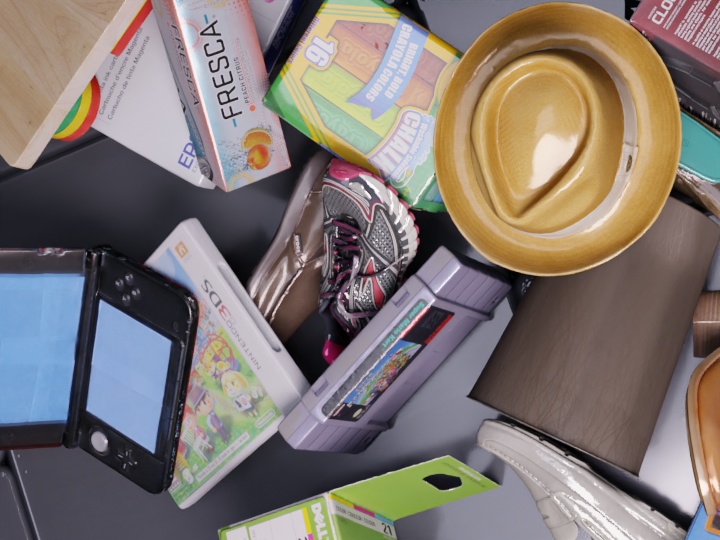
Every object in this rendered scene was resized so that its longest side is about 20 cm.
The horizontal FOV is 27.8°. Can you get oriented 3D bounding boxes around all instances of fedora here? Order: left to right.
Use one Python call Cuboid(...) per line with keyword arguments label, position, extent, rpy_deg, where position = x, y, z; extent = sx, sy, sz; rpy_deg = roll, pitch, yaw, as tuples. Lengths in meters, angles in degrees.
Cuboid(label="fedora", position=(0.132, -0.093, 1.041), extent=(0.200, 0.082, 0.202), rpy_deg=(2, 95, 21))

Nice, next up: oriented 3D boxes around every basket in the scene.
Cuboid(label="basket", position=(0.187, 0.038, 1.126), extent=(0.136, 0.180, 0.201), rpy_deg=(26, 86, -16))

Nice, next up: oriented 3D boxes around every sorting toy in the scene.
Cuboid(label="sorting toy", position=(-0.275, -0.219, 1.275), extent=(0.199, 0.069, 0.200), rpy_deg=(-52, 59, 15))

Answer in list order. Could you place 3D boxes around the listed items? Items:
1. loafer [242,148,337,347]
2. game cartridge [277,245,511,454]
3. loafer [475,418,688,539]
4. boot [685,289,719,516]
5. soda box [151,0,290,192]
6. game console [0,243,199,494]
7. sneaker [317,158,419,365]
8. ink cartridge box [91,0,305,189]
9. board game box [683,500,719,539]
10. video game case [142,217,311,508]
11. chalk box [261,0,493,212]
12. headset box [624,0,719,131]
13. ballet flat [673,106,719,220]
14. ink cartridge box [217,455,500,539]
Cuboid(label="loafer", position=(-0.045, -0.001, 1.227), extent=(0.071, 0.073, 0.201), rpy_deg=(25, 97, 14))
Cuboid(label="game cartridge", position=(0.030, 0.070, 1.175), extent=(0.038, 0.130, 0.200), rpy_deg=(46, 102, 19))
Cuboid(label="loafer", position=(0.173, 0.190, 1.165), extent=(0.200, 0.070, 0.070), rpy_deg=(33, 90, 13))
Cuboid(label="boot", position=(0.324, 0.095, 1.084), extent=(0.155, 0.077, 0.200), rpy_deg=(1, 46, 17))
Cuboid(label="soda box", position=(-0.119, -0.171, 1.189), extent=(0.063, 0.068, 0.201), rpy_deg=(-22, 115, -18))
Cuboid(label="game console", position=(-0.244, 0.090, 1.226), extent=(0.172, 0.119, 0.201), rpy_deg=(27, 119, 28))
Cuboid(label="sneaker", position=(0.000, 0.000, 1.154), extent=(0.080, 0.201, 0.075), rpy_deg=(29, 53, 36))
Cuboid(label="ink cartridge box", position=(-0.174, -0.203, 1.284), extent=(0.199, 0.043, 0.197), rpy_deg=(28, 98, 13))
Cuboid(label="board game box", position=(0.326, 0.202, 1.088), extent=(0.151, 0.037, 0.200), rpy_deg=(24, 66, 15))
Cuboid(label="video game case", position=(-0.148, 0.083, 1.241), extent=(0.200, 0.022, 0.182), rpy_deg=(-43, 77, 38))
Cuboid(label="chalk box", position=(0.046, -0.127, 1.175), extent=(0.200, 0.124, 0.125), rpy_deg=(34, 99, 14))
Cuboid(label="headset box", position=(0.287, -0.154, 1.089), extent=(0.200, 0.149, 0.077), rpy_deg=(32, 87, 13))
Cuboid(label="ballet flat", position=(0.290, -0.061, 1.131), extent=(0.200, 0.072, 0.068), rpy_deg=(34, 82, 14))
Cuboid(label="ink cartridge box", position=(0.009, 0.223, 1.163), extent=(0.199, 0.148, 0.076), rpy_deg=(-21, 65, 15))
